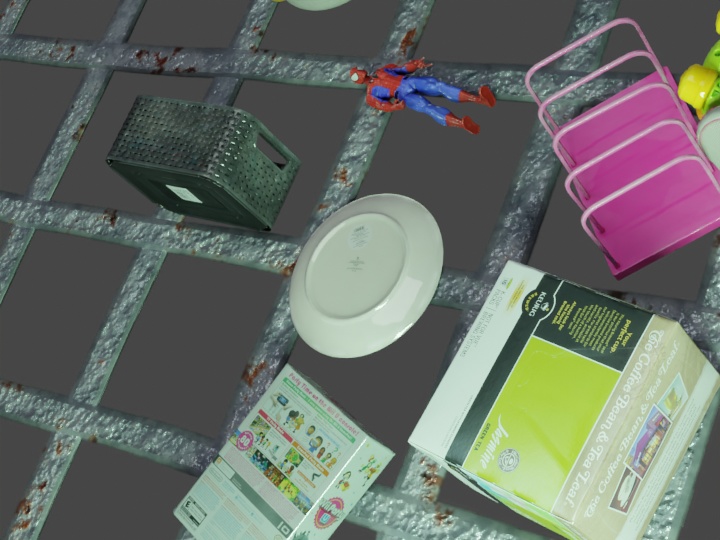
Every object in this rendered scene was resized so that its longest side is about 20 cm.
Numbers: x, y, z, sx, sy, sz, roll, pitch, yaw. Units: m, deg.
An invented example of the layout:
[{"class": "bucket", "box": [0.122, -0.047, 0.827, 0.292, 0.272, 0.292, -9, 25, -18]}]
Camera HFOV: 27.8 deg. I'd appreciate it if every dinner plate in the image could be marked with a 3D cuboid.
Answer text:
[{"class": "dinner plate", "box": [0.000, 0.000, 1.610, 0.199, 0.024, 0.202, -16, 55, 25]}]

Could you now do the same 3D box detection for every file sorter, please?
[{"class": "file sorter", "box": [0.261, -0.126, 1.439, 0.138, 0.125, 0.201, -29, 51, 16]}]

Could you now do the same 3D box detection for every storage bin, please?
[{"class": "storage bin", "box": [-0.188, -0.128, 1.733, 0.199, 0.135, 0.094, 11, 70, 38]}]

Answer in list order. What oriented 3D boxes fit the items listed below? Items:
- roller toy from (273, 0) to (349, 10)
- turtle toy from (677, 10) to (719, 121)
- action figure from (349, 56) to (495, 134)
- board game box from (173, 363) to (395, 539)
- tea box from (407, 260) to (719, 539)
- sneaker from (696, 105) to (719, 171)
[{"class": "roller toy", "box": [-0.060, -0.434, 1.824, 0.200, 0.140, 0.183, -39, 49, 9]}, {"class": "turtle toy", "box": [0.400, -0.192, 1.398, 0.145, 0.101, 0.201, 29, 81, 14]}, {"class": "action figure", "box": [0.061, -0.207, 1.675, 0.199, 0.052, 0.066, 20, 80, 42]}, {"class": "board game box", "box": [-0.082, 0.221, 1.509, 0.201, 0.064, 0.147, -52, 49, -1]}, {"class": "tea box", "box": [0.189, 0.128, 1.334, 0.196, 0.134, 0.201, 23, 78, 41]}, {"class": "sneaker", "box": [0.375, -0.072, 1.305, 0.088, 0.082, 0.200, -29, 64, -37]}]
